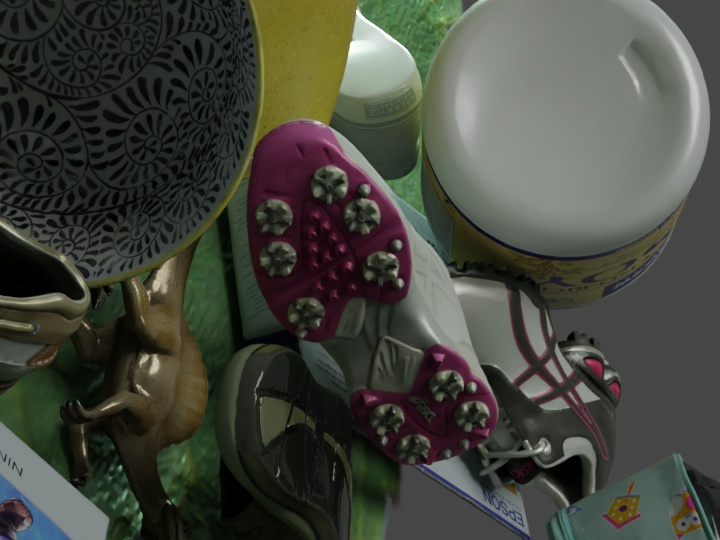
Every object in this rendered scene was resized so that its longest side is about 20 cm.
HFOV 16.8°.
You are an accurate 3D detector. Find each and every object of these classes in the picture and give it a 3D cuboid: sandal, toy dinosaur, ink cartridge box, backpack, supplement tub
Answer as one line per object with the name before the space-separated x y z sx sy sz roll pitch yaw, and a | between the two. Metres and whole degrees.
sandal | -0.040 0.085 1.082 0.201 0.057 0.080 63 27 -60
toy dinosaur | -0.097 0.030 1.069 0.101 0.058 0.202 27 65 -47
ink cartridge box | 0.006 0.033 1.293 0.196 0.043 0.201 36 35 -41
backpack | 0.155 0.193 1.234 0.200 0.152 0.177 65 6 -66
supplement tub | 0.103 -0.060 1.287 0.146 0.145 0.200 63 -4 12

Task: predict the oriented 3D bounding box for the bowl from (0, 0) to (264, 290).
bowl | -0.125 -0.102 1.022 0.201 0.200 0.094 54 22 -9

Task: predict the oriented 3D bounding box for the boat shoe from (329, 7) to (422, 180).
boat shoe | -0.016 -0.114 1.360 0.200 0.072 0.069 43 -32 50

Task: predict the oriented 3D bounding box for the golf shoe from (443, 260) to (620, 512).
golf shoe | 0.075 0.060 1.261 0.200 0.077 0.089 33 45 -42

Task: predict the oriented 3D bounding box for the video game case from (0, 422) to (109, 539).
video game case | -0.178 0.109 0.863 0.181 0.045 0.201 45 28 -25

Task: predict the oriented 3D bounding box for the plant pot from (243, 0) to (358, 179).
plant pot | -0.083 -0.113 1.154 0.200 0.199 0.143 -24 104 -65

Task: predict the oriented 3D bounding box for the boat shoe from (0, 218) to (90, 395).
boat shoe | -0.193 -0.021 0.951 0.200 0.068 0.075 33 37 -37

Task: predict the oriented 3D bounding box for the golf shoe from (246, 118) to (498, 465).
golf shoe | 0.000 0.000 1.130 0.092 0.075 0.201 -95 162 -52
